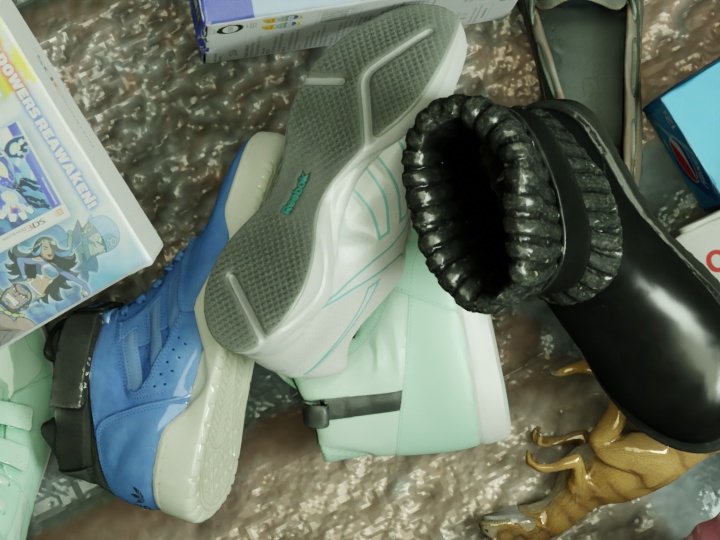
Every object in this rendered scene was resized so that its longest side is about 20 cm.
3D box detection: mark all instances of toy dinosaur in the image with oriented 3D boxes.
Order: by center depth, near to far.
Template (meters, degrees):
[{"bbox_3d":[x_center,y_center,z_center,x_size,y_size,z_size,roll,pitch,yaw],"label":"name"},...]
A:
[{"bbox_3d":[0.154,0.089,1.433,0.200,0.060,0.106,-23,86,24],"label":"toy dinosaur"}]

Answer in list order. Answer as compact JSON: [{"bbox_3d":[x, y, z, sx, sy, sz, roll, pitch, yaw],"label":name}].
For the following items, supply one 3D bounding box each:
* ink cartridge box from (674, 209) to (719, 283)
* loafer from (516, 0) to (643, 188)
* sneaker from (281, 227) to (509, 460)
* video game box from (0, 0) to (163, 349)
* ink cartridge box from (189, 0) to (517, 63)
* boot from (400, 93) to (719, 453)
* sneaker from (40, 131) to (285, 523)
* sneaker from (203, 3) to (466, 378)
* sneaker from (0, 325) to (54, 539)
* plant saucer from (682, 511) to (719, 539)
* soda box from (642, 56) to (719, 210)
[{"bbox_3d":[0.273,0.037,1.403,0.147,0.083,0.200,-25,90,38],"label":"ink cartridge box"},{"bbox_3d":[0.120,-0.126,1.441,0.072,0.063,0.200,-8,89,-4],"label":"loafer"},{"bbox_3d":[0.000,0.000,1.417,0.118,0.074,0.200,-12,88,-1],"label":"sneaker"},{"bbox_3d":[-0.225,-0.048,1.339,0.182,0.047,0.200,-29,99,13],"label":"video game box"},{"bbox_3d":[-0.020,-0.158,1.395,0.200,0.136,0.076,-11,86,-4],"label":"ink cartridge box"},{"bbox_3d":[0.106,0.006,1.332,0.079,0.158,0.211,-38,82,19],"label":"boot"},{"bbox_3d":[-0.103,0.018,1.397,0.111,0.077,0.200,15,92,22],"label":"sneaker"},{"bbox_3d":[-0.003,-0.038,1.350,0.070,0.080,0.200,24,81,39],"label":"sneaker"},{"bbox_3d":[-0.194,0.097,1.386,0.074,0.118,0.200,3,87,-2],"label":"sneaker"},{"bbox_3d":[0.167,0.218,1.368,0.051,0.201,0.201,4,88,5],"label":"plant saucer"},{"bbox_3d":[0.253,-0.113,1.450,0.200,0.064,0.068,-32,90,-5],"label":"soda box"}]
